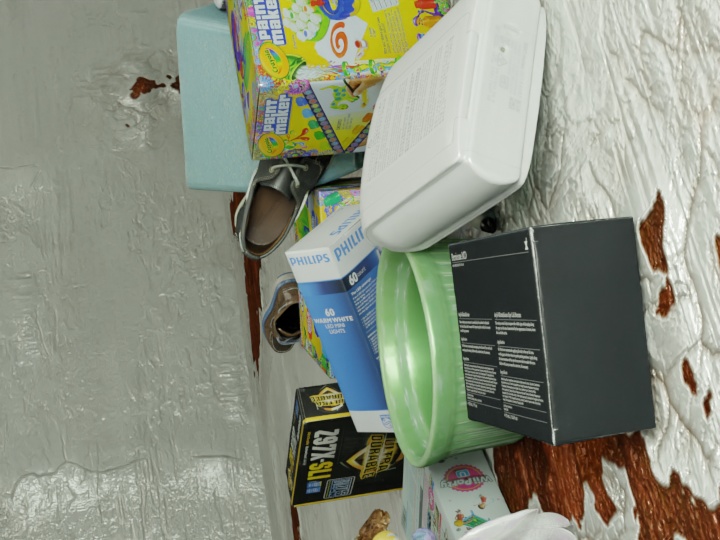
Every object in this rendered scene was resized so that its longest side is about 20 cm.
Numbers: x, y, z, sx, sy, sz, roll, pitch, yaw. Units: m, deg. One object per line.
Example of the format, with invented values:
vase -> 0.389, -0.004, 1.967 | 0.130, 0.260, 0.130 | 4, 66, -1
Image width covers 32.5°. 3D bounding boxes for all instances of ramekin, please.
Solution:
ramekin -> 0.082, 0.065, 1.080 | 0.200, 0.097, 0.202 | 175, 90, -78

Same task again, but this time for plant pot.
plant pot -> -0.062, -0.192, 1.365 | 0.196, 0.199, 0.197 | -36, -48, -53

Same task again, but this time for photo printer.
photo printer -> 0.064, -0.110, 0.971 | 0.200, 0.069, 0.168 | -35, 42, 60

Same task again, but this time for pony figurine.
pony figurine -> 0.066, 0.271, 0.991 | 0.200, 0.192, 0.168 | -164, 66, -68

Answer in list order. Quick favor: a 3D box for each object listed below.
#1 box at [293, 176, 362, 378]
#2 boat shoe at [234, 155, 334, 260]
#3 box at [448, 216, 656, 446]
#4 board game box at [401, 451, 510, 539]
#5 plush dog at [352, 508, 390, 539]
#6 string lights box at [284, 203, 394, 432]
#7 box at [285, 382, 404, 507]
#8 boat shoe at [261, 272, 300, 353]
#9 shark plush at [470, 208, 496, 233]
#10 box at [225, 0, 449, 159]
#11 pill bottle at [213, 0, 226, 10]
box -> 0.000, 0.000, 1.396 | 0.193, 0.121, 0.202 | -150, 56, -77
boat shoe -> -0.071, -0.101, 1.270 | 0.201, 0.071, 0.068 | -61, 10, 22
box -> 0.130, 0.040, 0.886 | 0.200, 0.078, 0.142 | 172, 89, -79
board game box -> 0.093, 0.252, 1.204 | 0.200, 0.064, 0.149 | -111, 18, -57
plush dog -> 0.042, 0.362, 1.312 | 0.161, 0.171, 0.200 | -55, -11, 15
string lights box -> 0.010, 0.046, 1.208 | 0.059, 0.103, 0.201 | -6, 113, 38
box -> 0.001, 0.190, 1.384 | 0.201, 0.158, 0.050 | 101, 160, -53
boat shoe -> -0.136, 0.094, 2.227 | 0.201, 0.072, 0.073 | 98, 161, -49
shark plush -> 0.093, -0.084, 1.138 | 0.200, 0.090, 0.084 | -6, -69, -81
box -> -0.022, -0.229, 1.180 | 0.122, 0.191, 0.201 | 107, 155, -61
pill bottle -> -0.058, -0.332, 1.319 | 0.106, 0.198, 0.107 | 177, 90, -76
